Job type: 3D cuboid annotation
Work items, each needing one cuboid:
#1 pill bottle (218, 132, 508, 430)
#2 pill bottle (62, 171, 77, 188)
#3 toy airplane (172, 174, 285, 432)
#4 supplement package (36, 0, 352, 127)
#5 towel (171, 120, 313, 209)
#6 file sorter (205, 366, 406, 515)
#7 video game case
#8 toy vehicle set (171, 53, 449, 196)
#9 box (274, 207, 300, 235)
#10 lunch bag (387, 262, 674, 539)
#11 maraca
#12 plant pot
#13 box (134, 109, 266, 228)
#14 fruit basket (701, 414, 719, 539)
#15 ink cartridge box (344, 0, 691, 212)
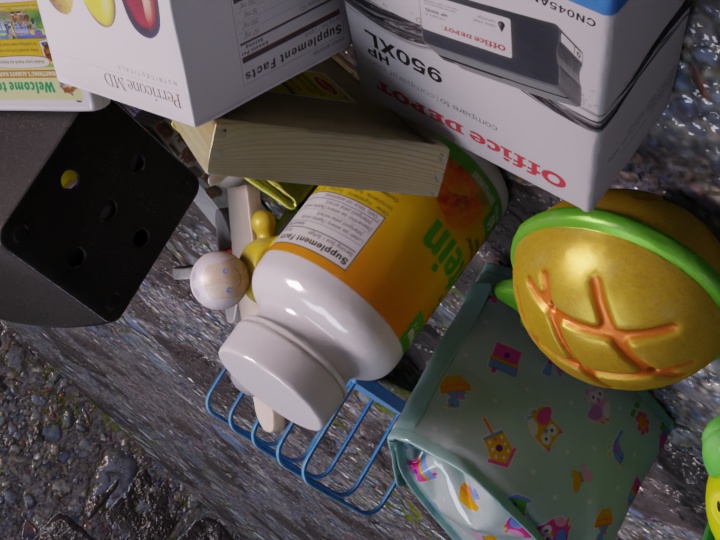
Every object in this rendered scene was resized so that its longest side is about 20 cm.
[{"bbox_3d":[0.000,0.000,0.772,0.111,0.200,0.111,32,161,13],"label":"pill bottle"},{"bbox_3d":[-0.358,-0.151,1.199,0.104,0.104,0.200,20,154,41],"label":"pill bottle"},{"bbox_3d":[-0.086,-0.001,0.941,0.200,0.141,0.200,48,125,23],"label":"toy airplane"},{"bbox_3d":[-0.088,-0.186,0.542,0.113,0.109,0.201,21,132,38],"label":"supplement package"},{"bbox_3d":[-0.050,-0.094,0.739,0.086,0.018,0.200,34,-158,-2],"label":"towel"},{"bbox_3d":[-0.047,0.152,1.252,0.139,0.123,0.200,37,172,-40],"label":"file sorter"},{"bbox_3d":[-0.265,-0.198,0.800,0.199,0.022,0.183,5,116,32],"label":"video game case"},{"bbox_3d":[-0.047,-0.095,0.652,0.124,0.027,0.200,5,-156,-24],"label":"toy vehicle set"},{"bbox_3d":[-0.026,0.026,1.107,0.122,0.048,0.200,32,160,11],"label":"box"},{"bbox_3d":[0.115,0.117,0.882,0.200,0.171,0.122,47,151,-25],"label":"lunch bag"},{"bbox_3d":[0.146,0.018,0.700,0.137,0.107,0.200,34,161,3],"label":"maraca"},{"bbox_3d":[-0.250,-0.065,0.932,0.177,0.200,0.200,20,163,38],"label":"plant pot"},{"bbox_3d":[-0.131,-0.076,1.072,0.041,0.039,0.200,19,154,45],"label":"box"},{"bbox_3d":[0.296,0.190,0.799,0.215,0.156,0.216,19,168,4],"label":"fruit basket"},{"bbox_3d":[0.067,-0.134,0.527,0.144,0.084,0.200,31,161,21],"label":"ink cartridge box"}]
